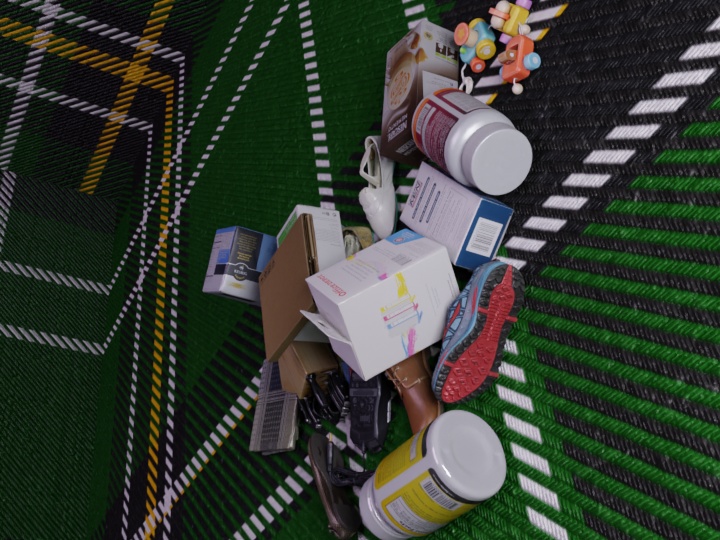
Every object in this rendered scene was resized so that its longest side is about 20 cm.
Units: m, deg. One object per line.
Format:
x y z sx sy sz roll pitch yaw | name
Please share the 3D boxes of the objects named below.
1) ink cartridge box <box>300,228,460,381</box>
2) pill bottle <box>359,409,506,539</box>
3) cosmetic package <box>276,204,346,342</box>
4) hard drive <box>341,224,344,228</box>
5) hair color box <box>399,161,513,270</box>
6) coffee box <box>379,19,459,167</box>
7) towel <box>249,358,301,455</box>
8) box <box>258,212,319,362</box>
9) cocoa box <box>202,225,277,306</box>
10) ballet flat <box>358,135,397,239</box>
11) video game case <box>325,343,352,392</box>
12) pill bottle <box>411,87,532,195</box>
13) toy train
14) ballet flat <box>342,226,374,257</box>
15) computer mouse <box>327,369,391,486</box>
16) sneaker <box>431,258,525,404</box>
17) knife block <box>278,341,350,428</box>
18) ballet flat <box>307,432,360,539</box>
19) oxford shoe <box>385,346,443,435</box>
0.026 0.049 1.209 0.128 0.198 0.126 33 147 63 | ink cartridge box
0.086 0.271 1.104 0.200 0.113 0.115 -47 37 44 | pill bottle
-0.076 0.006 1.423 0.108 0.084 0.202 -51 40 48 | cosmetic package
-0.044 0.024 1.548 0.135 0.042 0.202 117 151 -48 | hard drive
0.135 -0.081 1.252 0.101 0.060 0.200 -68 27 14 | hair color box
0.098 -0.288 1.414 0.114 0.079 0.202 -31 50 55 | coffee box
-0.156 0.262 1.696 0.192 0.034 0.202 -20 57 56 | towel
-0.115 0.031 1.375 0.200 0.021 0.165 -50 41 48 | box
-0.190 0.002 1.699 0.133 0.198 0.133 -2 74 63 | cocoa box
0.026 -0.147 1.501 0.069 0.069 0.202 -34 48 53 | ballet flat
-0.051 0.145 1.485 0.199 0.017 0.145 13 110 61 | video game case
0.155 -0.182 1.212 0.111 0.109 0.200 -66 27 17 | pill bottle
0.191 -0.328 1.279 0.199 0.055 0.152 -2 74 63 | toy train
0.000 0.000 1.432 0.071 0.070 0.201 -54 33 35 | ballet flat
0.000 0.245 1.359 0.140 0.046 0.203 -16 71 47 | computer mouse
0.150 0.081 1.140 0.202 0.079 0.096 -63 18 5 | sneaker
-0.079 0.158 1.455 0.175 0.063 0.203 -4 95 62 | knife block
-0.050 0.349 1.393 0.047 0.067 0.201 -55 38 26 | ballet flat
0.069 0.163 1.246 0.071 0.071 0.201 -52 36 36 | oxford shoe
